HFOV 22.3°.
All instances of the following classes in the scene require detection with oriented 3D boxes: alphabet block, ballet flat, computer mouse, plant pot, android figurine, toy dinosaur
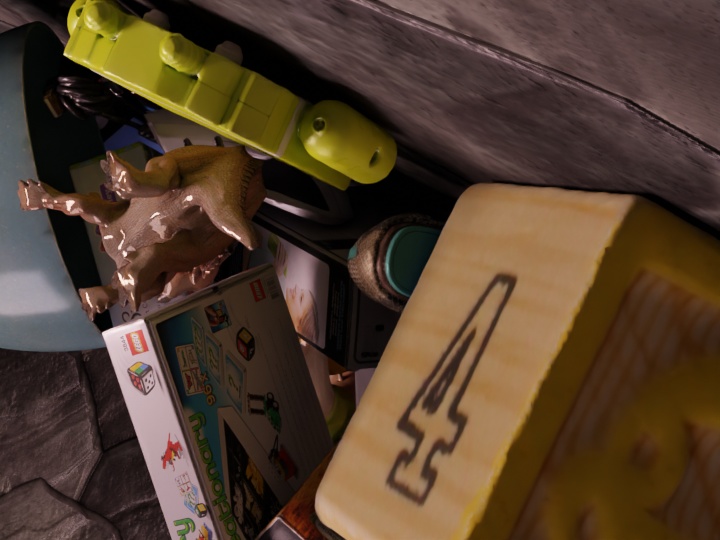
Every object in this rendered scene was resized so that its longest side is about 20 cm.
[{"bbox_3d":[0.119,0.086,0.871,0.194,0.198,0.200,26,177,-19],"label":"alphabet block"},{"bbox_3d":[0.084,0.015,0.998,0.198,0.069,0.075,17,173,-18],"label":"ballet flat"},{"bbox_3d":[-0.090,-0.084,1.086,0.198,0.044,0.110,22,-169,-6],"label":"computer mouse"},{"bbox_3d":[-0.234,-0.037,1.121,0.133,0.202,0.200,-14,171,5],"label":"plant pot"},{"bbox_3d":[-0.072,-0.092,0.933,0.181,0.041,0.200,26,180,25],"label":"android figurine"},{"bbox_3d":[-0.089,-0.032,0.972,0.135,0.087,0.199,-17,180,-35],"label":"toy dinosaur"}]

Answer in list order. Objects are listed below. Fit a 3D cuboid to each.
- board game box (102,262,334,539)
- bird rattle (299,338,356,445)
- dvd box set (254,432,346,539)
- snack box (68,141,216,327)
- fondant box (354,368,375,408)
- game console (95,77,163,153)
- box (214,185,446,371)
[{"bbox_3d":[-0.058,0.108,0.978,0.034,0.202,0.126,-15,-175,32],"label":"board game box"},{"bbox_3d":[-0.009,0.057,1.274,0.112,0.200,0.164,11,129,25],"label":"bird rattle"},{"bbox_3d":[0.044,0.139,1.005,0.146,0.029,0.200,43,-145,2],"label":"dvd box set"},{"bbox_3d":[-0.118,0.029,1.146,0.052,0.202,0.142,-17,176,6],"label":"snack box"},{"bbox_3d":[0.099,0.112,1.175,0.198,0.146,0.058,-6,167,16],"label":"fondant box"},{"bbox_3d":[-0.127,-0.055,1.301,0.119,0.172,0.200,53,-173,24],"label":"game console"},{"bbox_3d":[0.000,0.000,1.110,0.115,0.061,0.200,-3,-164,-26],"label":"box"}]
